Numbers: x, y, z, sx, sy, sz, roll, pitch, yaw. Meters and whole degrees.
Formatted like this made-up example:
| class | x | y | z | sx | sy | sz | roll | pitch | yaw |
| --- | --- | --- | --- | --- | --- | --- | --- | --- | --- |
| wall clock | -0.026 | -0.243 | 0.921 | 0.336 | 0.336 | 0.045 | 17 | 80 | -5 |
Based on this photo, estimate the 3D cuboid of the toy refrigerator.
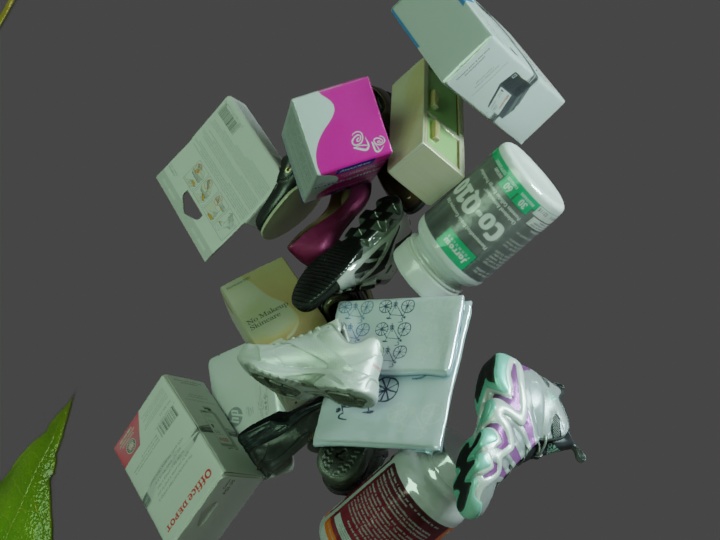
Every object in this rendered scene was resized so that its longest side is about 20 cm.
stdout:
| class | x | y | z | sx | sy | sz | roll | pitch | yaw |
| --- | --- | --- | --- | --- | --- | --- | --- | --- | --- |
| toy refrigerator | 0.086 | -0.181 | 1.567 | 0.070 | 0.076 | 0.201 | -38 | 28 | 30 |

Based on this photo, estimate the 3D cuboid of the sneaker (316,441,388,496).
| class | x | y | z | sx | sy | sz | roll | pitch | yaw |
| --- | --- | --- | --- | --- | --- | --- | --- | --- | --- |
| sneaker | 0.013 | 0.201 | 1.560 | 0.076 | 0.115 | 0.200 | 25 | 62 | 15 |

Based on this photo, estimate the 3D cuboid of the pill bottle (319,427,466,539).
| class | x | y | z | sx | sy | sz | roll | pitch | yaw |
| --- | --- | --- | --- | --- | --- | --- | --- | --- | --- |
| pill bottle | 0.054 | 0.283 | 1.477 | 0.200 | 0.113 | 0.113 | -43 | 55 | 18 |

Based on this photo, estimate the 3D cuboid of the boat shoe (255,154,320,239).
| class | x | y | z | sx | sy | sz | roll | pitch | yaw |
| --- | --- | --- | --- | --- | --- | --- | --- | --- | --- |
| boat shoe | -0.082 | -0.133 | 1.732 | 0.063 | 0.074 | 0.202 | 39 | 93 | 26 |

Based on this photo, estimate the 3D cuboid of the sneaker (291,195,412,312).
| class | x | y | z | sx | sy | sz | roll | pitch | yaw |
| --- | --- | --- | --- | --- | --- | --- | --- | --- | --- |
| sneaker | 0.000 | 0.000 | 1.587 | 0.200 | 0.089 | 0.074 | -43 | 32 | -20 |

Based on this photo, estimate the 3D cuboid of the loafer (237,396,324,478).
| class | x | y | z | sx | sy | sz | roll | pitch | yaw |
| --- | --- | --- | --- | --- | --- | --- | --- | --- | --- |
| loafer | -0.063 | 0.206 | 1.629 | 0.199 | 0.073 | 0.073 | -27 | 92 | 22 |

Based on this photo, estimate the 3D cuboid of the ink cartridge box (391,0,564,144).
| class | x | y | z | sx | sy | sz | roll | pitch | yaw |
| --- | --- | --- | --- | --- | --- | --- | --- | --- | --- |
| ink cartridge box | 0.148 | -0.263 | 1.526 | 0.084 | 0.200 | 0.146 | -42 | 55 | 16 |

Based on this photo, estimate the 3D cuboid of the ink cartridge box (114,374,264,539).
| class | x | y | z | sx | sy | sz | roll | pitch | yaw |
| --- | --- | --- | --- | --- | --- | --- | --- | --- | --- |
| ink cartridge box | -0.241 | 0.267 | 1.710 | 0.147 | 0.082 | 0.200 | -54 | 50 | 17 |

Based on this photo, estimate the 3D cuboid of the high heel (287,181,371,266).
| class | x | y | z | sx | sy | sz | roll | pitch | yaw |
| --- | --- | --- | --- | --- | --- | --- | --- | --- | --- |
| high heel | -0.042 | -0.091 | 1.658 | 0.067 | 0.096 | 0.201 | -37 | 39 | 44 |

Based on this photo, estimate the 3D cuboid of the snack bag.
| class | x | y | z | sx | sy | sz | roll | pitch | yaw |
| --- | --- | --- | --- | --- | --- | --- | --- | --- | --- |
| snack bag | 0.032 | 0.123 | 1.483 | 0.187 | 0.021 | 0.201 | -2 | 61 | 32 |

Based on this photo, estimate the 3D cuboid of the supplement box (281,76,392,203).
| class | x | y | z | sx | sy | sz | roll | pitch | yaw |
| --- | --- | --- | --- | --- | --- | --- | --- | --- | --- |
| supplement box | -0.034 | -0.161 | 1.556 | 0.100 | 0.200 | 0.104 | -18 | 85 | -8 |

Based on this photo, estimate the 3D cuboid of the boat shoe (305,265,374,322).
| class | x | y | z | sx | sy | sz | roll | pitch | yaw |
| --- | --- | --- | --- | --- | --- | --- | --- | --- | --- |
| boat shoe | -0.021 | 0.046 | 1.639 | 0.073 | 0.065 | 0.200 | -51 | 52 | 14 |

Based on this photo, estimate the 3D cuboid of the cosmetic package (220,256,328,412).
| class | x | y | z | sx | sy | sz | roll | pitch | yaw |
| --- | --- | --- | --- | --- | --- | --- | --- | --- | --- |
| cosmetic package | -0.100 | 0.081 | 1.640 | 0.105 | 0.071 | 0.200 | -27 | 45 | -12 |

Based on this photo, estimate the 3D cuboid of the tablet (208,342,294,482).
| class | x | y | z | sx | sy | sz | roll | pitch | yaw |
| --- | --- | --- | --- | --- | --- | --- | --- | --- | --- |
| tablet | -0.155 | 0.199 | 1.724 | 0.130 | 0.014 | 0.201 | -24 | 62 | 29 |

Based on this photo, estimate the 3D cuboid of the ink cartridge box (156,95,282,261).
| class | x | y | z | sx | sy | sz | roll | pitch | yaw |
| --- | --- | --- | --- | --- | --- | --- | --- | --- | --- |
| ink cartridge box | -0.200 | -0.133 | 1.842 | 0.176 | 0.045 | 0.200 | -45 | 54 | 15 |

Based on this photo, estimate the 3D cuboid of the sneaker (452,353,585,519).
| class | x | y | z | sx | sy | sz | roll | pitch | yaw |
| --- | --- | --- | --- | --- | --- | --- | --- | --- | --- |
| sneaker | 0.190 | 0.203 | 1.401 | 0.078 | 0.139 | 0.201 | 130 | 160 | -63 |

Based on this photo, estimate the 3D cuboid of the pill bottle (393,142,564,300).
| class | x | y | z | sx | sy | sz | roll | pitch | yaw |
| --- | --- | --- | --- | --- | --- | --- | --- | --- | --- |
| pill bottle | 0.143 | -0.053 | 1.518 | 0.200 | 0.113 | 0.113 | -43 | 55 | 19 |

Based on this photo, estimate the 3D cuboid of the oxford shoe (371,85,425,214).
| class | x | y | z | sx | sy | sz | roll | pitch | yaw |
| --- | --- | --- | --- | --- | --- | --- | --- | --- | --- |
| oxford shoe | 0.033 | -0.163 | 1.654 | 0.072 | 0.084 | 0.201 | -34 | 60 | 21 |

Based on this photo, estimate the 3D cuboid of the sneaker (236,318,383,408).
| class | x | y | z | sx | sy | sz | roll | pitch | yaw |
| --- | --- | --- | --- | --- | --- | --- | --- | --- | --- |
| sneaker | -0.055 | 0.105 | 1.496 | 0.199 | 0.078 | 0.100 | 8 | 65 | 26 |
